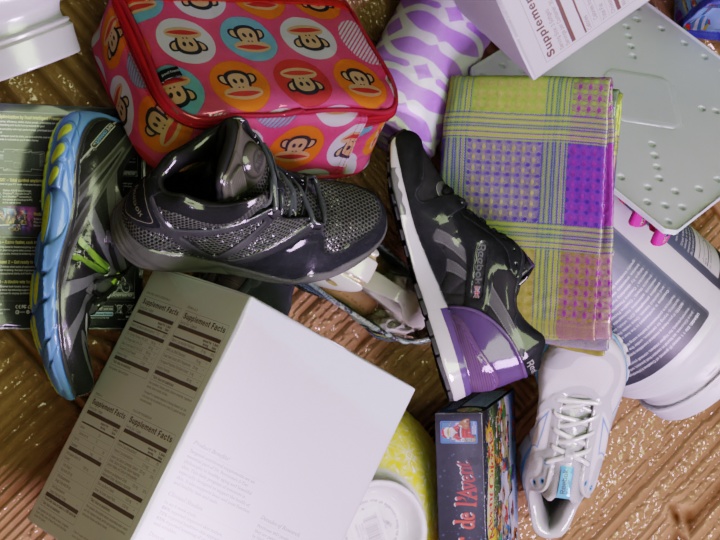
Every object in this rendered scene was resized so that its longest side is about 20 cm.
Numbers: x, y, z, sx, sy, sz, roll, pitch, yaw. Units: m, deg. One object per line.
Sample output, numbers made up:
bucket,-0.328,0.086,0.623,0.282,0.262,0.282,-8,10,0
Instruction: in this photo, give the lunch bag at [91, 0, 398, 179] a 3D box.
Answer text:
lunch bag,-0.087,-0.149,1.424,0.199,0.082,0.176,-4,51,-32

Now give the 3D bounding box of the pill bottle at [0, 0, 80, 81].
pill bottle,-0.264,-0.231,1.358,0.112,0.112,0.201,-22,101,-20

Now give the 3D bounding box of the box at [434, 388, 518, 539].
box,0.092,0.198,1.522,0.038,0.137,0.201,-1,94,14

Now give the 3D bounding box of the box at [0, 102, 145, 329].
box,-0.253,-0.039,1.410,0.199,0.044,0.161,0,93,-23

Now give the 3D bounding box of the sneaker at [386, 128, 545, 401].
sneaker,0.077,-0.011,1.439,0.087,0.076,0.201,-16,79,0

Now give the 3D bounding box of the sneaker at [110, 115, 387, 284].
sneaker,-0.058,-0.046,1.345,0.199,0.114,0.076,4,62,-26

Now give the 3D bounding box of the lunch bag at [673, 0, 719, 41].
lunch bag,0.290,-0.265,1.537,0.094,0.200,0.151,8,89,13

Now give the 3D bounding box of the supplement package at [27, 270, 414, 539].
supplement package,-0.096,0.126,1.366,0.152,0.151,0.201,30,82,-31

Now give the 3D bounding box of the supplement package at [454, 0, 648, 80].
supplement package,0.157,-0.254,1.407,0.200,0.117,0.117,-34,133,-4

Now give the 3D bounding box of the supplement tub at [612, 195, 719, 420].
supplement tub,0.204,0.010,1.553,0.200,0.140,0.141,40,78,-19

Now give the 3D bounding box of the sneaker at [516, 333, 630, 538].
sneaker,0.162,0.128,1.513,0.075,0.087,0.200,6,133,2

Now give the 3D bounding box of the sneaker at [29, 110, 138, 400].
sneaker,-0.184,-0.009,1.379,0.082,0.071,0.200,8,87,-17

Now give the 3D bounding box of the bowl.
bowl,-0.008,0.189,1.492,0.199,0.108,0.201,-2,94,-22

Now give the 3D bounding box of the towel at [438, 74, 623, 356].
towel,0.121,-0.042,1.453,0.023,0.143,0.201,-8,101,-62

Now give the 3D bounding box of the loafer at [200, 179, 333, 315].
loafer,-0.088,0.010,1.484,0.072,0.063,0.200,37,82,-51

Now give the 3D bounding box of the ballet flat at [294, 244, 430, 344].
ballet flat,0.000,0.000,1.466,0.200,0.074,0.074,32,80,-46

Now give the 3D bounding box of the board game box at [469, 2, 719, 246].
board game box,0.211,-0.122,1.518,0.200,0.026,0.200,41,48,18

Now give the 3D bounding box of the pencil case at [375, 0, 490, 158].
pencil case,0.064,-0.180,1.520,0.085,0.084,0.200,39,79,-42
